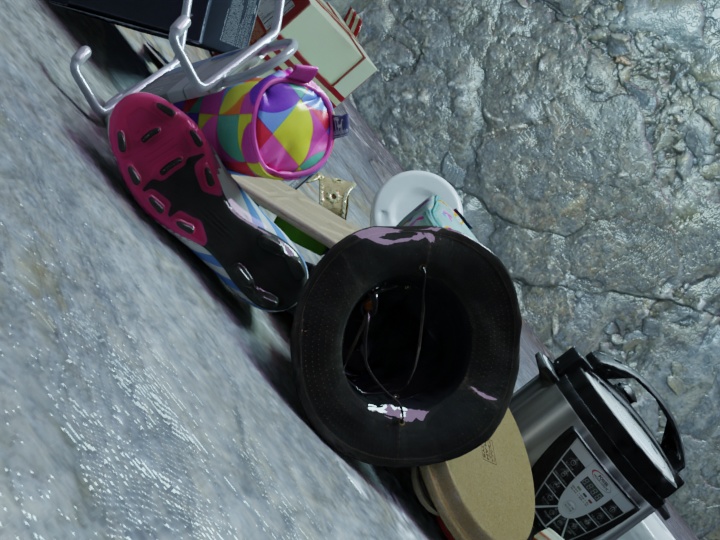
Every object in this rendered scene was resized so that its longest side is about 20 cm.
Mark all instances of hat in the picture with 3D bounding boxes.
[{"bbox_3d":[0.024,0.057,0.928,0.201,0.201,0.081,48,-21,-18],"label":"hat"}]

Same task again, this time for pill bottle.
[{"bbox_3d":[0.067,-0.042,1.523,0.114,0.114,0.200,53,-8,11],"label":"pill bottle"}]

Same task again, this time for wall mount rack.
[{"bbox_3d":[-0.124,-0.188,0.931,0.174,0.199,0.075,-49,122,-41],"label":"wall mount rack"}]

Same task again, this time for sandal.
[{"bbox_3d":[-0.025,-0.074,1.437,0.212,0.070,0.078,50,9,-8],"label":"sandal"}]

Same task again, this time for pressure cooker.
[{"bbox_3d":[0.209,0.179,1.175,0.176,0.200,0.179,40,14,-54],"label":"pressure cooker"}]

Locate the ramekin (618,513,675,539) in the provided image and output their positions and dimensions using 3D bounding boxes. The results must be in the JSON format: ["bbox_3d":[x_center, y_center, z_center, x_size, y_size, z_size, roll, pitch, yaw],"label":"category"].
[{"bbox_3d":[0.329,0.345,1.458,0.202,0.094,0.202,49,9,-11],"label":"ramekin"}]

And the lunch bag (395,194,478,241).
[{"bbox_3d":[0.103,0.004,1.289,0.161,0.077,0.200,50,11,-4],"label":"lunch bag"}]

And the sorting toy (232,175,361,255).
[{"bbox_3d":[-0.077,-0.061,1.134,0.200,0.037,0.185,36,8,4],"label":"sorting toy"}]

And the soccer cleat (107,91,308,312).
[{"bbox_3d":[-0.119,-0.046,0.906,0.200,0.070,0.086,50,-9,-15],"label":"soccer cleat"}]

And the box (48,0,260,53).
[{"bbox_3d":[-0.183,-0.273,1.138,0.147,0.105,0.200,16,7,3],"label":"box"}]

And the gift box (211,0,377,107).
[{"bbox_3d":[-0.098,-0.326,1.727,0.187,0.184,0.200,40,20,-44],"label":"gift box"}]

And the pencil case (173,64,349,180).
[{"bbox_3d":[-0.096,-0.116,0.951,0.088,0.089,0.200,46,-21,-30],"label":"pencil case"}]

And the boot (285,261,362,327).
[{"bbox_3d":[0.025,0.042,1.053,0.164,0.066,0.200,10,-10,19],"label":"boot"}]

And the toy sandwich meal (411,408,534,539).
[{"bbox_3d":[0.079,0.159,1.020,0.205,0.070,0.206,41,36,-39],"label":"toy sandwich meal"}]

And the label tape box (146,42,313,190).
[{"bbox_3d":[-0.132,-0.181,1.282,0.200,0.063,0.144,49,-2,-20],"label":"label tape box"}]

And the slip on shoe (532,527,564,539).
[{"bbox_3d":[0.163,0.273,1.038,0.074,0.061,0.200,41,-9,24],"label":"slip on shoe"}]
